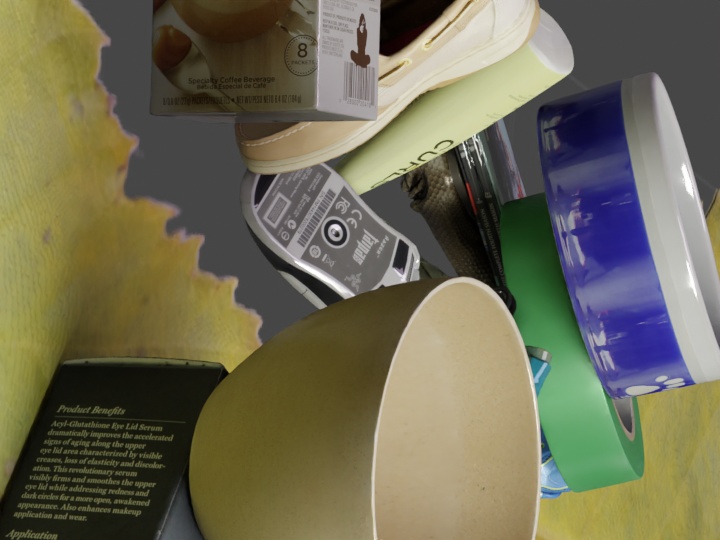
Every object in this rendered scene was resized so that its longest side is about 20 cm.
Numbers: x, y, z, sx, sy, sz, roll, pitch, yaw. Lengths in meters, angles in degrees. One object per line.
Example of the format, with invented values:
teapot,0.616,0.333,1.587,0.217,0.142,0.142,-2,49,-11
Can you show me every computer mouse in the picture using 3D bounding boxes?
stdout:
computer mouse,0.000,0.000,1.635,0.200,0.044,0.110,41,61,-16

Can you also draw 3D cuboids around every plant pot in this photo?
plant pot,-0.007,0.103,1.355,0.200,0.134,0.201,-1,91,-62

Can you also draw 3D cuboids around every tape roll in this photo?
tape roll,0.142,0.046,1.772,0.200,0.048,0.201,-13,90,-78

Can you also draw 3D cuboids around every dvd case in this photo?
dvd case,0.100,-0.039,1.848,0.146,0.022,0.200,-82,157,-63

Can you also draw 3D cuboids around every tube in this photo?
tube,0.043,-0.091,1.640,0.058,0.200,0.052,26,42,-41

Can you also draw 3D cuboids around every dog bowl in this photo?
dog bowl,0.176,-0.021,1.700,0.200,0.079,0.201,-14,90,-79

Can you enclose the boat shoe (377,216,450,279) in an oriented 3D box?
boat shoe,0.045,0.029,1.763,0.200,0.068,0.072,60,40,-46

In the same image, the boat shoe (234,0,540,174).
boat shoe,0.005,-0.130,1.565,0.069,0.200,0.074,54,9,-41

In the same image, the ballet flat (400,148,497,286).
ballet flat,0.069,-0.020,1.849,0.200,0.046,0.067,64,15,-52

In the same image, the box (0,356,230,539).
box,-0.116,0.167,1.405,0.148,0.104,0.200,60,39,-45

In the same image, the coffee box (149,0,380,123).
coffee box,-0.053,-0.186,1.510,0.080,0.114,0.200,4,87,-62

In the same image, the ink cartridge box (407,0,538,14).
ink cartridge box,0.046,-0.229,1.666,0.147,0.083,0.200,55,21,-50

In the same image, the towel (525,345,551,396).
towel,0.047,0.137,1.666,0.022,0.147,0.200,30,79,-17

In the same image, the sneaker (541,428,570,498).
sneaker,0.084,0.129,1.807,0.200,0.105,0.076,-33,120,-59
